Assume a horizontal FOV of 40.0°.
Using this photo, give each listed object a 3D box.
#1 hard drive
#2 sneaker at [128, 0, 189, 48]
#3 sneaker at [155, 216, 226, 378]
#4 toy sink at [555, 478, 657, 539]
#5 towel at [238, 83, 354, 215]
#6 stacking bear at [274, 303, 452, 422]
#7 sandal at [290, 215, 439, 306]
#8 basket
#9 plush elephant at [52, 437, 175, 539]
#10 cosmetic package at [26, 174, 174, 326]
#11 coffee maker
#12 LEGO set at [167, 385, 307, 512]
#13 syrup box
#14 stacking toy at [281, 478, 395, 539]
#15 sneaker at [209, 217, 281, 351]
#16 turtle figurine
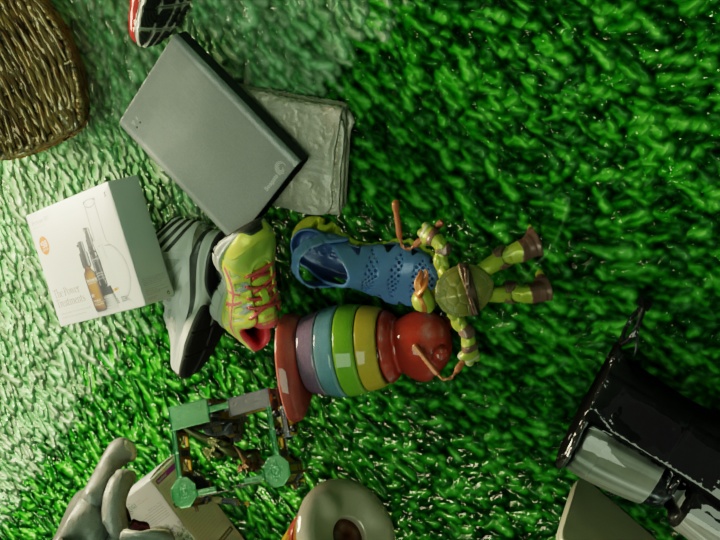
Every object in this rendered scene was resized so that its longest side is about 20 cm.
[{"bbox_3d":[-0.169,-0.148,1.125,0.200,0.033,0.140,45,121,3],"label":"hard drive"},{"bbox_3d":[-0.234,-0.353,1.097,0.084,0.077,0.204,20,110,27],"label":"sneaker"},{"bbox_3d":[-0.228,0.027,1.243,0.114,0.075,0.204,23,110,23],"label":"sneaker"},{"bbox_3d":[0.278,0.361,1.113,0.199,0.130,0.112,40,120,3],"label":"toy sink"},{"bbox_3d":[-0.102,-0.142,1.135,0.197,0.034,0.135,15,114,19],"label":"towel"},{"bbox_3d":[0.010,0.093,1.141,0.196,0.122,0.116,-8,115,15],"label":"stacking bear"},{"bbox_3d":[0.000,0.000,1.117,0.197,0.087,0.081,12,113,16],"label":"sandal"},{"bbox_3d":[-0.411,-0.250,1.209,0.141,0.149,0.203,-24,101,-5],"label":"basket"},{"bbox_3d":[-0.301,0.344,1.252,0.154,0.201,0.165,33,115,-11],"label":"plush elephant"},{"bbox_3d":[-0.327,-0.020,1.230,0.198,0.051,0.154,-13,93,43],"label":"cosmetic package"},{"bbox_3d":[0.327,0.170,1.015,0.198,0.135,0.194,28,118,10],"label":"coffee maker"},{"bbox_3d":[-0.143,0.217,1.237,0.197,0.116,0.156,-24,74,17],"label":"LEGO set"},{"bbox_3d":[-0.233,0.361,1.358,0.078,0.081,0.201,-36,91,28],"label":"syrup box"},{"bbox_3d":[-0.059,0.367,1.276,0.147,0.146,0.200,48,135,-1],"label":"stacking toy"},{"bbox_3d":[-0.121,0.020,1.149,0.091,0.077,0.201,49,151,23],"label":"sneaker"},{"bbox_3d":[0.117,0.006,1.051,0.159,0.064,0.203,-17,92,-1],"label":"turtle figurine"}]
